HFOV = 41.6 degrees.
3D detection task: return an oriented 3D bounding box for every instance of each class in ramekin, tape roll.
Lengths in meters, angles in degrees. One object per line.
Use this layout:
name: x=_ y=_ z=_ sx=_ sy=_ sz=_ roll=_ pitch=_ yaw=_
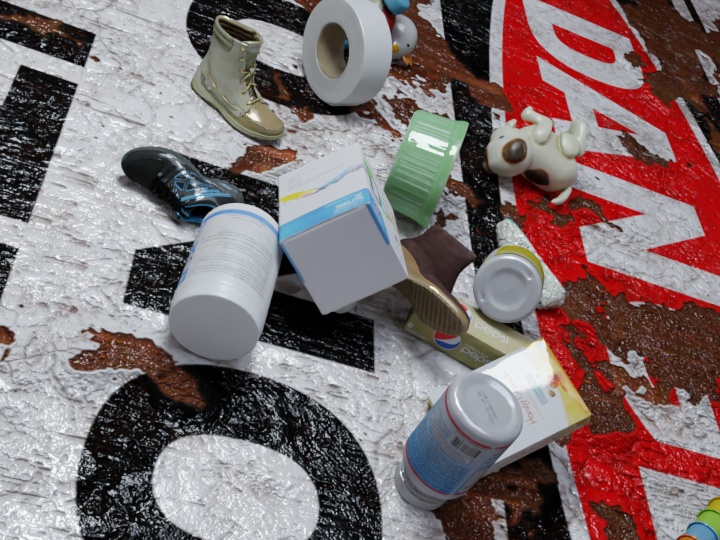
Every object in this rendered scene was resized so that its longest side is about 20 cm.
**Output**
ramekin: x=0.110 y=-0.186 z=1.685 sx=0.097 sy=0.200 sz=0.200 roll=22 pitch=40 yaw=1
tape roll: x=-0.028 y=-0.421 z=1.827 sx=0.071 sy=0.203 sz=0.203 roll=-9 pitch=55 yaw=-39

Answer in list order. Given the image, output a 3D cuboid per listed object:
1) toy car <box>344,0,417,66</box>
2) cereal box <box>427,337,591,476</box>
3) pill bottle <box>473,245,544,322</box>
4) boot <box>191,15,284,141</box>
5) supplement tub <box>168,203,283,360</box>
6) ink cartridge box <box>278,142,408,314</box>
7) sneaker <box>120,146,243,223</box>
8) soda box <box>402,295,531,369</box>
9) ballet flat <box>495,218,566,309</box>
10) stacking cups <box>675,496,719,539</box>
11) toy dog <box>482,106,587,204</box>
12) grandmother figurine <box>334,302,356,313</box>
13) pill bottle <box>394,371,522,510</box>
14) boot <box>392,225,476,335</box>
toy car: x=0.060 y=-0.510 z=2.032 sx=0.200 sy=0.184 sz=0.177 roll=46 pitch=33 yaw=-29
cereal box: x=0.217 y=0.203 z=1.399 sx=0.199 sy=0.040 sz=0.144 roll=-25 pitch=59 yaw=-7
pill bottle: x=0.252 y=0.016 z=1.592 sx=0.111 sy=0.112 sz=0.200 roll=36 pitch=15 yaw=5
boot: x=-0.198 y=-0.336 z=1.666 sx=0.200 sy=0.155 sz=0.072 roll=39 pitch=41 yaw=8
supplement tub: x=-0.186 y=0.012 z=1.344 sx=0.131 sy=0.132 sz=0.200 roll=23 pitch=40 yaw=-10
ink cartridge box: x=-0.031 y=-0.068 z=1.441 sx=0.200 sy=0.146 sz=0.147 roll=-99 pitch=163 yaw=-56
sneaker: x=-0.279 y=-0.126 z=1.469 sx=0.199 sy=0.073 sz=0.082 roll=23 pitch=42 yaw=-10
soda box: x=0.173 y=0.104 z=1.530 sx=0.199 sy=0.064 sz=0.068 roll=29 pitch=40 yaw=-2
ballet flat: x=0.295 y=-0.011 z=1.724 sx=0.072 sy=0.072 sz=0.200 roll=-12 pitch=56 yaw=-39
stacking cups: x=0.513 y=0.416 z=1.435 sx=0.200 sy=0.061 sz=0.061 roll=-26 pitch=66 yaw=-43
toy dog: x=0.341 y=-0.233 z=1.942 sx=0.199 sy=0.139 sz=0.195 roll=6 pitch=83 yaw=-30
grandmother figurine: x=0.000 y=0.000 z=1.535 sx=0.121 sy=0.061 sz=0.200 roll=13 pitch=39 yaw=21
pill bottle: x=0.123 y=0.233 z=1.261 sx=0.108 sy=0.200 sz=0.109 roll=18 pitch=42 yaw=-17
boot: x=0.134 y=0.007 z=1.492 sx=0.166 sy=0.073 sz=0.200 roll=-28 pitch=55 yaw=-38
